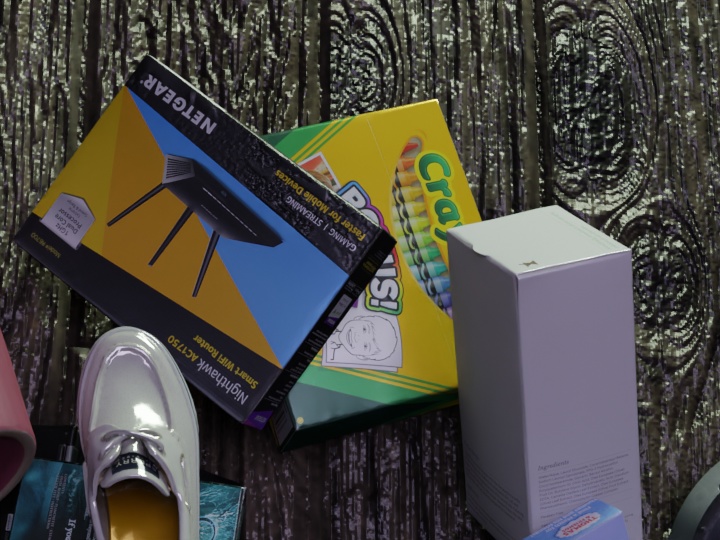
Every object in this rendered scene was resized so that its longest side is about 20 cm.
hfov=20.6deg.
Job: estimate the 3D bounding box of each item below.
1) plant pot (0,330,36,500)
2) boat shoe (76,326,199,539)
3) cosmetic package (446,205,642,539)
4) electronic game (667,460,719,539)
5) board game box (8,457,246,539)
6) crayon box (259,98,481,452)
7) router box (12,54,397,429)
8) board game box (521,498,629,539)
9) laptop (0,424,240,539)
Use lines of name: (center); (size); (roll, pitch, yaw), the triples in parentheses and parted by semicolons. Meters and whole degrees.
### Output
plant pot: (-0.282, 0.058, 1.132); (0.199, 0.201, 0.180); (-27, 68, -22)
boat shoe: (-0.125, 0.118, 1.117); (0.070, 0.070, 0.202); (-3, 65, -5)
cosmetic package: (0.115, 0.073, 1.239); (0.084, 0.108, 0.202); (-11, 112, -18)
electronic game: (0.296, 0.203, 1.286); (0.198, 0.042, 0.202); (-4, 75, 16)
board game box: (-0.144, 0.212, 1.127); (0.134, 0.028, 0.202); (8, 65, 0)
crayon box: (0.000, 0.000, 1.317); (0.171, 0.058, 0.202); (-14, 73, -19)
router box: (-0.098, -0.018, 1.250); (0.199, 0.051, 0.150); (36, 90, 18)
board game box: (0.116, 0.262, 1.203); (0.150, 0.037, 0.202); (-26, 109, -22)
laptop: (-0.193, 0.202, 1.216); (0.198, 0.116, 0.189); (-1, 66, 16)
